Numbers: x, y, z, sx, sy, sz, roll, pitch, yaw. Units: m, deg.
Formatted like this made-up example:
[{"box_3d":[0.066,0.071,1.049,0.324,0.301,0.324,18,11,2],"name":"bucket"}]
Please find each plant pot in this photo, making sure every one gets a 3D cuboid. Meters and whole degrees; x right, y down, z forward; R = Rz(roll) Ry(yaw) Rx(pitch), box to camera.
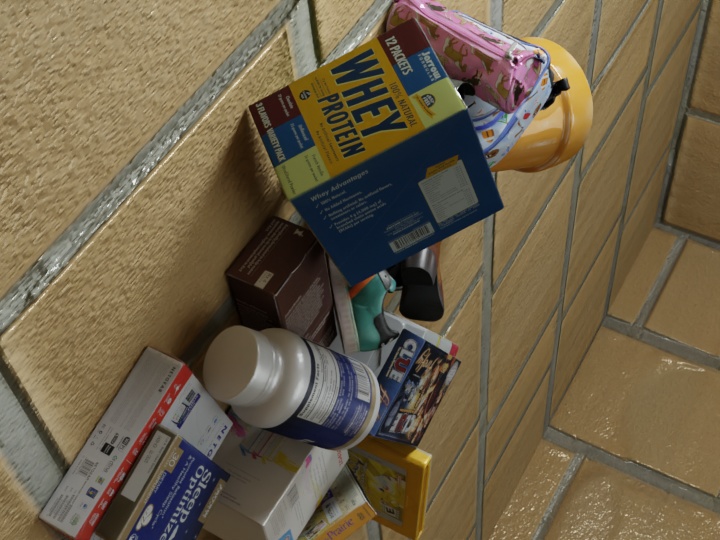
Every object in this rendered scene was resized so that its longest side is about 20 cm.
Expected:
[{"box_3d":[0.210,-0.227,1.584,0.183,0.200,0.201,-26,136,-38],"name":"plant pot"}]

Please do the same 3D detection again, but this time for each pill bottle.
[{"box_3d":[-0.077,0.128,1.189,0.200,0.111,0.111,28,84,-46],"name":"pill bottle"}]

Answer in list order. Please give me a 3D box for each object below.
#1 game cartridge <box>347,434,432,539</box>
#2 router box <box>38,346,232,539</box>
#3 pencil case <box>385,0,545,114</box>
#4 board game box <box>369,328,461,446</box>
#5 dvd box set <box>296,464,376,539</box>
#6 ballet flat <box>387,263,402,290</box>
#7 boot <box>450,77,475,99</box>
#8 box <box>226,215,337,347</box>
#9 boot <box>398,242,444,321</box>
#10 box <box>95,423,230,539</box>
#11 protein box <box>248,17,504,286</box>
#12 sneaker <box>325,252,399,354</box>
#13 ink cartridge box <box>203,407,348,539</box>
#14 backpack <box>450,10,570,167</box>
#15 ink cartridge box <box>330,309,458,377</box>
[{"box_3d":[0.005,0.294,1.553,0.032,0.199,0.177,-50,152,-43],"name":"game cartridge"},{"box_3d":[-0.227,0.205,1.122,0.200,0.049,0.180,-60,157,-19],"name":"router box"},{"box_3d":[0.123,-0.270,1.300,0.083,0.200,0.087,-28,145,-50],"name":"pencil case"},{"box_3d":[0.066,0.158,1.395,0.136,0.035,0.200,-62,158,-2],"name":"board game box"},{"box_3d":[-0.081,0.341,1.395,0.200,0.029,0.146,-36,-164,-5],"name":"dvd box set"},{"box_3d":[0.054,-0.002,1.582,0.067,0.057,0.200,-66,159,-3],"name":"ballet flat"},{"box_3d":[0.031,-0.179,1.244,0.200,0.138,0.078,-56,156,-26],"name":"boot"},{"box_3d":[-0.089,0.042,1.265,0.100,0.075,0.200,-54,156,-31],"name":"box"},{"box_3d":[0.095,-0.044,1.550,0.188,0.068,0.201,67,29,-55],"name":"boot"},{"box_3d":[-0.197,0.248,1.125,0.121,0.032,0.200,-62,159,-16],"name":"box"},{"box_3d":[0.022,-0.119,1.137,0.198,0.135,0.200,-27,148,4],"name":"protein box"},{"box_3d":[0.000,0.000,1.328,0.071,0.080,0.201,165,-84,-85],"name":"sneaker"},{"box_3d":[-0.109,0.237,1.329,0.200,0.125,0.129,-54,155,-31],"name":"ink cartridge box"},{"box_3d":[0.145,-0.231,1.414,0.191,0.200,0.154,-61,157,2],"name":"backpack"},{"box_3d":[0.031,0.135,1.538,0.146,0.144,0.200,-65,159,-3],"name":"ink cartridge box"}]
